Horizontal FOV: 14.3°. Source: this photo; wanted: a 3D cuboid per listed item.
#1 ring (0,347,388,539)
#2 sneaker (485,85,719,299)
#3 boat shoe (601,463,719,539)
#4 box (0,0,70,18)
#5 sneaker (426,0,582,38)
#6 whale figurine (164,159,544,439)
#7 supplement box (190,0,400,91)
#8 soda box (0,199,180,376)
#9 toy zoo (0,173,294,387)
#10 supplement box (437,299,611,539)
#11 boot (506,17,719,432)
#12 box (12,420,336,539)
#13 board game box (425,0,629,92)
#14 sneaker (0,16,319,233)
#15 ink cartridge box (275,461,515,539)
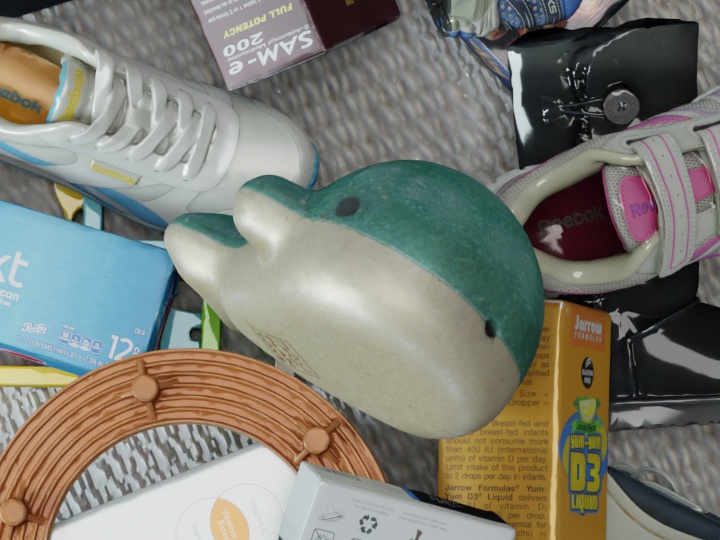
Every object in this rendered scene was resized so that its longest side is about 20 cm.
[{"bbox_3d":[-0.079,0.135,1.309,0.200,0.019,0.201,0,83,-1],"label":"ring"},{"bbox_3d":[0.144,-0.033,1.328,0.200,0.088,0.082,-23,93,7],"label":"sneaker"},{"bbox_3d":[0.137,0.135,1.398,0.200,0.062,0.075,20,95,22],"label":"boat shoe"},{"bbox_3d":[-0.218,-0.213,1.410,0.199,0.104,0.183,-17,83,-4],"label":"box"},{"bbox_3d":[0.079,-0.213,1.409,0.085,0.077,0.201,2,91,-11],"label":"sneaker"},{"bbox_3d":[0.000,0.000,1.303,0.104,0.200,0.159,-55,126,-18],"label":"whale figurine"},{"bbox_3d":[-0.059,-0.197,1.390,0.061,0.109,0.200,-21,95,24],"label":"supplement box"},{"bbox_3d":[-0.191,-0.002,1.385,0.199,0.064,0.068,17,83,0],"label":"soda box"},{"bbox_3d":[-0.131,-0.006,1.430,0.199,0.020,0.132,0,83,-1],"label":"toy zoo"},{"bbox_3d":[0.077,0.114,1.355,0.069,0.066,0.201,-3,84,26],"label":"supplement box"},{"bbox_3d":[0.161,-0.026,1.406,0.164,0.066,0.201,-6,92,-2],"label":"boot"},{"bbox_3d":[-0.085,0.180,1.366,0.199,0.106,0.153,-21,84,-4],"label":"box"},{"bbox_3d":[0.063,-0.205,1.453,0.135,0.035,0.200,-43,87,-6],"label":"board game box"},{"bbox_3d":[-0.118,-0.069,1.388,0.199,0.081,0.077,15,80,-1],"label":"sneaker"},{"bbox_3d":[-0.008,0.194,1.281,0.099,0.039,0.201,17,94,-18],"label":"ink cartridge box"}]
